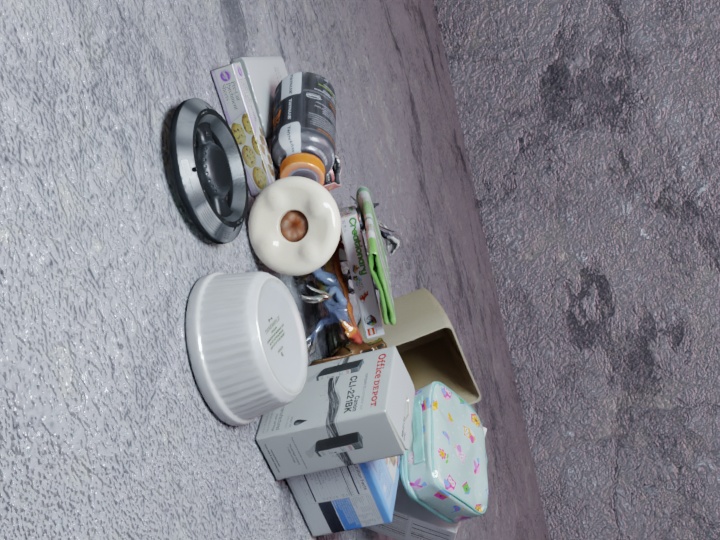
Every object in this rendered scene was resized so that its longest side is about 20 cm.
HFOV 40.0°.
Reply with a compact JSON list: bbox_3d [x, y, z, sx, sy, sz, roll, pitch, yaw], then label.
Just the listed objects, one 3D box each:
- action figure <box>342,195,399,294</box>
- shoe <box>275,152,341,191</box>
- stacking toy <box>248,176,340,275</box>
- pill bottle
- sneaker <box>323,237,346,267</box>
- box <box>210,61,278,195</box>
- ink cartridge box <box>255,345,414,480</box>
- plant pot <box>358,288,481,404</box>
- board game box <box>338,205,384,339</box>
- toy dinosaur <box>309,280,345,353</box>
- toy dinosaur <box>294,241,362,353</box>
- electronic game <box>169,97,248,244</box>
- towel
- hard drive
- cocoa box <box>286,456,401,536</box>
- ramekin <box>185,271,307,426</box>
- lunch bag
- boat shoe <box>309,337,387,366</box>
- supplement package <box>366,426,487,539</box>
[{"bbox_3d":[0.003,-0.049,1.860,0.102,0.118,0.202,36,49,-37],"label":"action figure"},{"bbox_3d":[-0.091,-0.150,1.660,0.200,0.090,0.072,-63,136,-65],"label":"shoe"},{"bbox_3d":[-0.082,-0.066,1.553,0.200,0.144,0.148,1,76,-77],"label":"stacking toy"},{"bbox_3d":[-0.091,-0.217,1.590,0.107,0.105,0.202,58,23,-45],"label":"pill bottle"},{"bbox_3d":[-0.061,-0.063,1.715,0.200,0.079,0.075,31,50,-65],"label":"sneaker"},{"bbox_3d":[-0.177,-0.217,1.522,0.039,0.041,0.203,-53,129,-69],"label":"box"},{"bbox_3d":[-0.032,0.200,1.394,0.145,0.197,0.085,-78,149,-56],"label":"ink cartridge box"},{"bbox_3d":[0.098,0.155,1.898,0.178,0.197,0.202,-99,166,-55],"label":"plant pot"},{"bbox_3d":[0.000,0.000,1.629,0.126,0.034,0.203,-100,177,-80],"label":"board game box"},{"bbox_3d":[-0.036,0.110,1.724,0.088,0.047,0.203,-9,83,-67],"label":"toy dinosaur"},{"bbox_3d":[-0.038,0.038,1.567,0.200,0.181,0.106,-41,151,-24],"label":"toy dinosaur"},{"bbox_3d":[-0.207,-0.136,1.357,0.200,0.041,0.203,-12,90,-73],"label":"electronic game"},{"bbox_3d":[0.021,-0.026,1.593,0.201,0.030,0.151,-96,171,-56],"label":"towel"},{"bbox_3d":[-0.155,-0.295,1.675,0.200,0.026,0.134,-41,116,-71],"label":"hard drive"},{"bbox_3d":[-0.018,0.276,1.497,0.201,0.129,0.135,-74,146,-58],"label":"cocoa box"},{"bbox_3d":[-0.142,0.095,1.300,0.202,0.093,0.206,-13,90,-73],"label":"ramekin"},{"bbox_3d":[0.129,0.285,1.570,0.160,0.077,0.202,36,39,-34],"label":"lunch bag"},{"bbox_3d":[-0.022,0.146,1.647,0.199,0.071,0.069,5,75,-56],"label":"boat shoe"},{"bbox_3d":[0.113,0.355,1.686,0.112,0.154,0.202,95,16,-54],"label":"supplement package"}]
